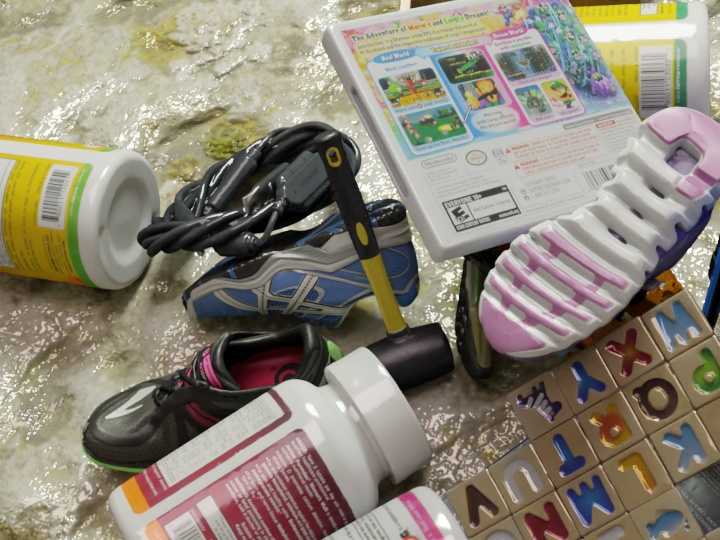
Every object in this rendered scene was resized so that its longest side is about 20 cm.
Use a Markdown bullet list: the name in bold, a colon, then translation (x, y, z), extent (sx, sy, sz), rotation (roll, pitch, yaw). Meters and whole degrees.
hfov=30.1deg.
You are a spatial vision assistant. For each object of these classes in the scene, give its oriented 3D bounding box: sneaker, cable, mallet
- **sneaker**: translation (-0.111, 0.082, 0.965), extent (0.199, 0.084, 0.077), rotation (-21, 51, -2)
- **sneaker**: translation (-0.047, 0.011, 1.007), extent (0.199, 0.077, 0.076), rotation (-15, 16, 26)
- **sneaker**: translation (0.163, -0.010, 0.864), extent (0.200, 0.089, 0.080), rotation (-42, 65, -7)
- **cable**: translation (-0.086, -0.060, 1.063), extent (0.162, 0.051, 0.200), rotation (-15, 22, 31)
- **sneaker**: translation (0.122, -0.008, 0.989), extent (0.088, 0.077, 0.201), rotation (11, 60, 8)
- **mallet**: translation (0.000, 0.000, 0.942), extent (0.066, 0.201, 0.041), rotation (-27, 21, 3)

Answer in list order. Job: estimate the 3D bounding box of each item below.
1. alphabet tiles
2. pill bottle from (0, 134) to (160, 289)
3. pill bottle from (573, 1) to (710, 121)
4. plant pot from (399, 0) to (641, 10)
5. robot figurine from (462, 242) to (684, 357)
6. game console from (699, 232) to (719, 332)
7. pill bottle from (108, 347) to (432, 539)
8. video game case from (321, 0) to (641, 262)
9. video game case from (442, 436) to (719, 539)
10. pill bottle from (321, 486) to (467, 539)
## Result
- **alphabet tiles**: translation (0.157, 0.133, 0.823), extent (0.199, 0.008, 0.168), rotation (-33, 72, 15)
- **pill bottle**: translation (-0.274, -0.052, 1.087), extent (0.199, 0.111, 0.112), rotation (8, 56, 19)
- **pill bottle**: translation (0.171, -0.150, 1.050), extent (0.198, 0.113, 0.113), rotation (-1, 54, 13)
- **plant pot**: translation (0.136, -0.271, 1.122), extent (0.198, 0.187, 0.187), rotation (1, 53, -2)
- **robot figurine**: translation (0.129, -0.021, 0.935), extent (0.200, 0.058, 0.145), rotation (48, 56, 5)
- **game console**: translation (0.288, -0.029, 0.855), extent (0.169, 0.201, 0.119), rotation (-5, 46, -5)
- **pill bottle**: translation (-0.058, 0.142, 0.892), extent (0.199, 0.110, 0.110), rotation (-32, 53, -10)
- **video game case**: translation (0.096, -0.108, 0.917), extent (0.199, 0.024, 0.183), rotation (-16, 67, -27)
- **video game case**: translation (0.164, 0.155, 0.887), extent (0.199, 0.019, 0.143), rotation (-34, 53, -11)
- **pill bottle**: translation (-0.018, 0.227, 0.817), extent (0.199, 0.114, 0.114), rotation (-28, 53, -8)
